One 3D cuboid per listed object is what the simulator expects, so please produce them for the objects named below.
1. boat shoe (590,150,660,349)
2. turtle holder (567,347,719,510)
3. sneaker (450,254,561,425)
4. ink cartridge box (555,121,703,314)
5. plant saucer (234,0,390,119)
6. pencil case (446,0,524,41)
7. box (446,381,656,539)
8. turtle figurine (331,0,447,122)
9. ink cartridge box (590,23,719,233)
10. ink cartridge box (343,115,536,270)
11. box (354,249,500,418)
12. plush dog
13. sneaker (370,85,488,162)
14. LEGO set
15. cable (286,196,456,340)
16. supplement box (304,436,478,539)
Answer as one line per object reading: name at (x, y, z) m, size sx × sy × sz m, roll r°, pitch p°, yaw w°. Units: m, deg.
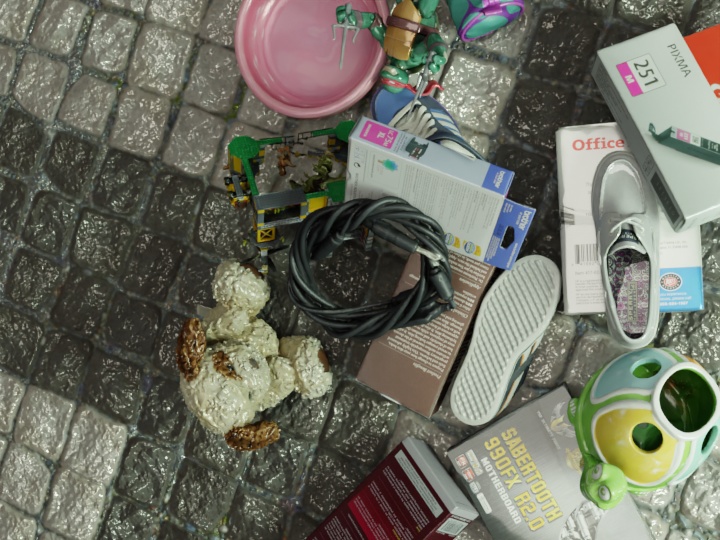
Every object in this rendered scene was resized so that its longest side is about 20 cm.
boat shoe at (0.267, -0.023, 0.919) m, size 0.071 × 0.068 × 0.204 m, roll 2°, pitch 86°, yaw 14°
turtle holder at (0.286, 0.154, 0.936) m, size 0.183 × 0.132 × 0.143 m, roll -12°, pitch 72°, yaw -18°
sneaker at (0.164, 0.076, 1.027) m, size 0.078 × 0.079 × 0.202 m, roll 30°, pitch 98°, yaw 19°
ink cartridge box at (0.290, -0.055, 0.995) m, size 0.143 × 0.084 × 0.204 m, roll -2°, pitch 87°, yaw 14°
plant saucer at (-0.055, -0.284, 1.114) m, size 0.197 × 0.051 × 0.204 m, roll -1°, pitch 88°, yaw 14°
pencil case at (0.121, -0.373, 1.047) m, size 0.084 × 0.092 × 0.203 m, roll -18°, pitch 85°, yaw -1°
box at (0.213, 0.252, 1.025) m, size 0.157 × 0.048 × 0.202 m, roll -31°, pitch 81°, yaw 13°
turtle figurine at (0.046, -0.275, 1.022) m, size 0.148 × 0.100 × 0.203 m, roll 19°, pitch 102°, yaw 21°
ink cartridge box at (0.354, -0.159, 0.923) m, size 0.171 × 0.044 × 0.203 m, roll -21°, pitch 71°, yaw -4°
ink cartridge box at (0.080, -0.077, 0.943) m, size 0.197 × 0.120 × 0.042 m, roll 23°, pitch 59°, yaw 9°
box at (0.082, 0.056, 1.056) m, size 0.099 × 0.075 × 0.203 m, roll 25°, pitch 93°, yaw 14°
plush dog at (-0.150, 0.114, 1.056) m, size 0.159 × 0.172 × 0.201 m, roll -31°, pitch 103°, yaw 25°
sneaker at (0.074, -0.145, 1.023) m, size 0.080 × 0.146 × 0.201 m, roll -41°, pitch 80°, yaw 10°
LEGO set at (-0.066, -0.083, 1.078) m, size 0.197 × 0.117 × 0.155 m, roll -17°, pitch 56°, yaw -20°
cable at (0.000, 0.000, 0.982) m, size 0.197 × 0.051 × 0.165 m, roll -8°, pitch 125°, yaw 25°
supplement box at (0.027, 0.303, 1.050) m, size 0.200 × 0.061 × 0.109 m, roll -46°, pitch 52°, yaw 9°
